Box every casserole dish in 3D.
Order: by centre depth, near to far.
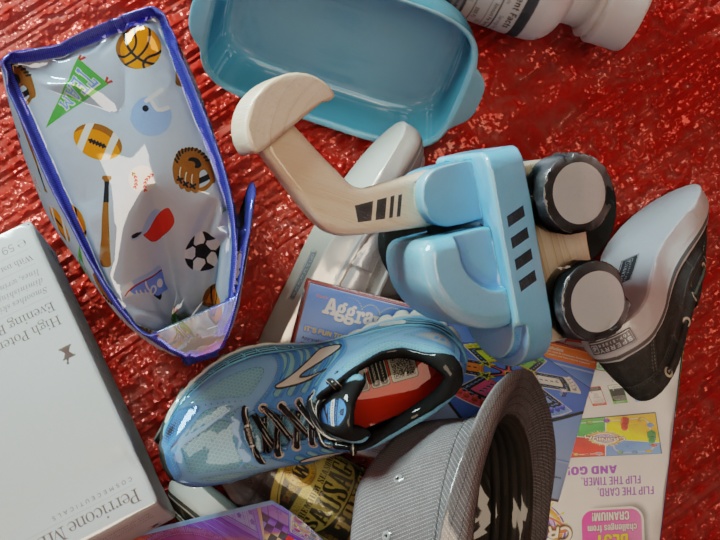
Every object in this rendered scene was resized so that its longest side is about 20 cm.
[{"bbox_3d":[-0.013,-0.151,0.840,0.198,0.121,0.039,17,49,-5],"label":"casserole dish"}]

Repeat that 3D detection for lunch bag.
[{"bbox_3d":[-0.129,-0.039,0.786,0.123,0.170,0.201,-21,89,-9],"label":"lunch bag"}]

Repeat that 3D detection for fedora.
[{"bbox_3d":[0.051,0.158,0.762,0.090,0.177,0.201,2,62,23],"label":"fedora"}]

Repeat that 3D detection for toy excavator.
[{"bbox_3d":[0.038,-0.030,0.741,0.199,0.100,0.196,-15,97,-20],"label":"toy excavator"}]

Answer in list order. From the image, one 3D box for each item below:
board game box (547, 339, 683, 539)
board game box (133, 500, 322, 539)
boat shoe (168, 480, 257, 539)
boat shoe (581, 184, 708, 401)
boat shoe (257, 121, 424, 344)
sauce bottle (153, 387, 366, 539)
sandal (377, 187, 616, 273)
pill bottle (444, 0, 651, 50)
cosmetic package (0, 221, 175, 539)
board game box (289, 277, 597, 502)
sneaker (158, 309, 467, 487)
[{"bbox_3d":[0.138,0.111,0.876,0.152,0.040,0.202,9,87,-7],"label":"board game box"},{"bbox_3d":[-0.091,0.236,0.792,0.199,0.039,0.159,-17,96,25],"label":"board game box"},{"bbox_3d":[-0.066,0.219,0.832,0.064,0.071,0.200,-42,95,-8],"label":"boat shoe"},{"bbox_3d":[0.194,0.011,0.837,0.057,0.068,0.200,55,39,-14],"label":"boat shoe"},{"bbox_3d":[0.000,0.000,0.852,0.068,0.072,0.201,29,82,-19],"label":"boat shoe"},{"bbox_3d":[-0.042,0.144,0.840,0.199,0.066,0.066,28,85,-6],"label":"sauce bottle"},{"bbox_3d":[0.104,-0.031,0.842,0.199,0.045,0.076,-14,74,-33],"label":"sandal"},{"bbox_3d":[0.096,-0.223,0.845,0.199,0.120,0.121,18,86,-7],"label":"pill bottle"},{"bbox_3d":[-0.204,0.084,0.796,0.101,0.074,0.201,-27,75,-7],"label":"cosmetic package"},{"bbox_3d":[0.048,0.079,0.826,0.198,0.019,0.104,14,96,-9],"label":"board game box"},{"bbox_3d":[-0.028,0.077,0.761,0.199,0.090,0.079,-22,99,-4],"label":"sneaker"}]
